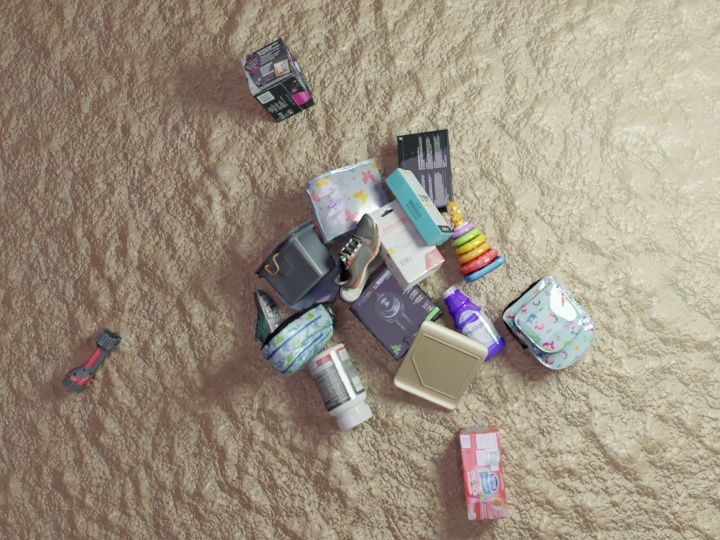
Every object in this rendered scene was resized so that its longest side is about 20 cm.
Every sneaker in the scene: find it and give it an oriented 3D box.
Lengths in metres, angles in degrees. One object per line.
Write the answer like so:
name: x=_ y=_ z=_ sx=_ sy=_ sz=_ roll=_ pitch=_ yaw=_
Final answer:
sneaker: x=-0.013 y=-0.043 z=1.400 sx=0.076 sy=0.081 sz=0.205 roll=30 pitch=111 yaw=36
sneaker: x=-0.264 y=0.155 z=1.573 sx=0.090 sy=0.077 sz=0.204 roll=-26 pitch=79 yaw=13
sneaker: x=0.000 y=0.000 z=1.532 sx=0.074 sy=0.084 sz=0.202 roll=38 pitch=70 yaw=-5

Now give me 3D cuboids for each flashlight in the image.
flashlight: x=-0.797 y=0.263 z=1.683 sx=0.067 sy=0.068 sz=0.202 roll=37 pitch=95 yaw=15

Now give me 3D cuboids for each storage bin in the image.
storage bin: x=-0.166 y=-0.008 z=1.477 sx=0.135 sy=0.145 sz=0.200 roll=49 pitch=126 yaw=2

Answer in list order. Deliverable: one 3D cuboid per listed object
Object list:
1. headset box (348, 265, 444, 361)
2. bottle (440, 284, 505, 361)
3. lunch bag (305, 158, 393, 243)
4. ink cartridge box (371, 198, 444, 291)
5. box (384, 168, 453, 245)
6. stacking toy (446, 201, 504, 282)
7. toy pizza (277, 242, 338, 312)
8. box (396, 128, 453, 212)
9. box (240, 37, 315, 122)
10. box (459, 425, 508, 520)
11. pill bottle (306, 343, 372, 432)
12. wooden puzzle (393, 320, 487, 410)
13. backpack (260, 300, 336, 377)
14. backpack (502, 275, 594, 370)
headset box: x=0.099 y=0.110 z=1.486 sx=0.174 sy=0.093 sz=0.200 roll=-45 pitch=79 yaw=6
bottle: x=0.283 y=0.131 z=1.458 sx=0.083 sy=0.065 sz=0.202 roll=-37 pitch=79 yaw=8
lunch bag: x=-0.035 y=-0.176 z=1.499 sx=0.196 sy=0.127 sz=0.173 roll=-20 pitch=82 yaw=-21
ink cartridge box: x=0.106 y=-0.068 z=1.436 sx=0.115 sy=0.068 sz=0.203 roll=-29 pitch=76 yaw=-15
box: x=0.146 y=-0.158 z=1.415 sx=0.049 sy=0.082 sz=0.203 roll=-39 pitch=73 yaw=26
stacking toy: x=0.267 y=-0.081 z=1.434 sx=0.108 sy=0.116 sz=0.203 roll=-28 pitch=93 yaw=6
toy pizza: x=-0.147 y=0.015 z=1.578 sx=0.194 sy=0.032 sz=0.207 roll=-1 pitch=86 yaw=13
box: x=0.173 y=-0.256 z=1.507 sx=0.137 sy=0.079 sz=0.206 roll=-4 pitch=85 yaw=10
box: x=-0.223 y=-0.512 z=1.550 sx=0.129 sy=0.200 sz=0.117 roll=-22 pitch=80 yaw=9
box: x=0.304 y=0.496 z=1.409 sx=0.100 sy=0.095 sz=0.206 roll=-7 pitch=84 yaw=11
pill bottle: x=-0.053 y=0.308 z=1.493 sx=0.112 sy=0.114 sz=0.204 roll=-27 pitch=80 yaw=8
wooden puzzle: x=0.200 y=0.239 z=1.439 sx=0.181 sy=0.037 sz=0.204 roll=22 pitch=113 yaw=-4
backpack: x=-0.162 y=0.179 z=1.457 sx=0.162 sy=0.198 sz=0.157 roll=-35 pitch=74 yaw=33
backpack: x=0.464 y=0.134 z=1.383 sx=0.177 sy=0.150 sz=0.201 roll=-40 pitch=84 yaw=5
